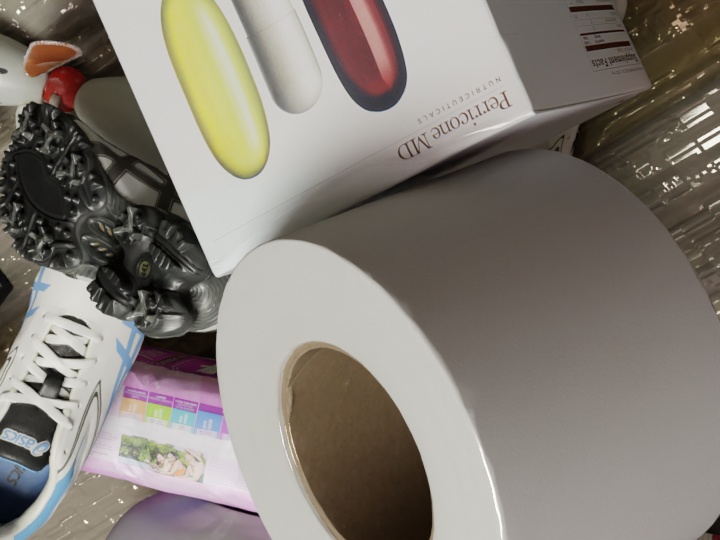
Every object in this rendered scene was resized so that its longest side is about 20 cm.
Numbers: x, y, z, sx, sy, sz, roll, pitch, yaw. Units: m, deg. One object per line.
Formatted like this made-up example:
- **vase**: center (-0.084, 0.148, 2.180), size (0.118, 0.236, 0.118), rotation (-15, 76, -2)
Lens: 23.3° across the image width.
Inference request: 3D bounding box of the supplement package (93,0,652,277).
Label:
- **supplement package**: center (-0.004, -0.131, 0.841), size (0.191, 0.147, 0.200), rotation (-27, 86, 31)

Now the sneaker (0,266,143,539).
- **sneaker**: center (-0.172, 0.068, 0.980), size (0.072, 0.072, 0.200), rotation (23, 99, -10)

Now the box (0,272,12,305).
- **box**: center (-0.358, 0.005, 1.124), size (0.200, 0.086, 0.164), rotation (-21, 115, 28)

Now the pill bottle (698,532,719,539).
- **pill bottle**: center (0.261, 0.224, 1.054), size (0.200, 0.113, 0.113), rotation (8, 124, 12)

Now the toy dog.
- **toy dog**: center (-0.148, -0.076, 0.994), size (0.200, 0.096, 0.132), rotation (-1, 118, 17)

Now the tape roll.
- **tape roll**: center (0.048, 0.060, 0.774), size (0.203, 0.139, 0.203), rotation (34, 135, 42)

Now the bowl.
- **bowl**: center (-0.054, 0.189, 1.091), size (0.199, 0.075, 0.200), rotation (17, 174, -22)

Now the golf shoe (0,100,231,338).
- **golf shoe**: center (-0.119, -0.022, 0.918), size (0.200, 0.094, 0.078), rotation (42, 112, 40)

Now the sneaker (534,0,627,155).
- **sneaker**: center (0.094, -0.076, 0.941), size (0.072, 0.072, 0.200), rotation (17, 127, -17)

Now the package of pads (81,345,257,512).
- **package of pads**: center (-0.092, 0.096, 1.074), size (0.200, 0.120, 0.076), rotation (11, 93, 11)
